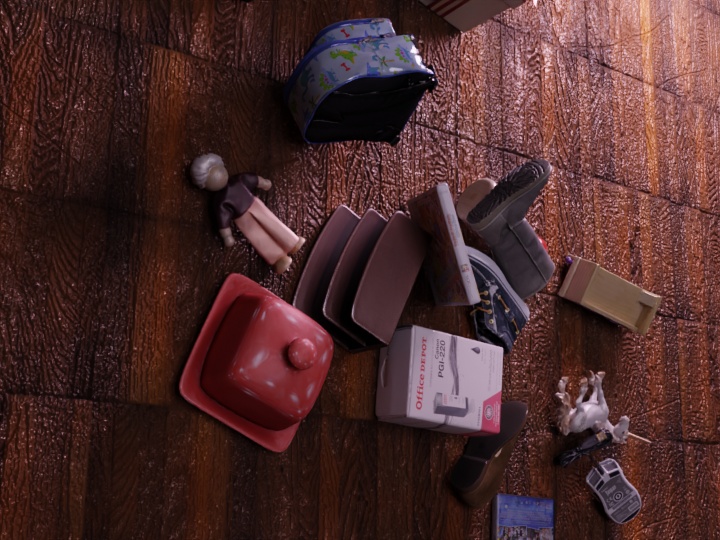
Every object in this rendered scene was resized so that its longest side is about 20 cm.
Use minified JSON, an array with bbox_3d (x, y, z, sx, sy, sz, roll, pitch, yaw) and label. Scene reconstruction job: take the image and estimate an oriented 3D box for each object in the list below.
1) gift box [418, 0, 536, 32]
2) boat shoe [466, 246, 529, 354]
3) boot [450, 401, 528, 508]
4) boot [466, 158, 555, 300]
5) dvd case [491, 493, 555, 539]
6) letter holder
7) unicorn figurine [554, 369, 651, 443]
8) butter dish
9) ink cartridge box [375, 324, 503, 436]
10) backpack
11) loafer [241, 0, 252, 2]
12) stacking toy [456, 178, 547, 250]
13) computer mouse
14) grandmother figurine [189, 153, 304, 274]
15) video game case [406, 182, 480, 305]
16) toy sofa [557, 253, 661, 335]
[{"bbox_3d":[0.203,-0.532,1.671,0.183,0.186,0.202,21,67,-31],"label":"gift box"},{"bbox_3d":[0.209,0.051,1.626,0.200,0.071,0.091,45,56,-22],"label":"boat shoe"},{"bbox_3d":[0.220,0.304,1.596,0.200,0.073,0.076,-50,129,-29],"label":"boot"},{"bbox_3d":[0.284,-0.065,1.625,0.181,0.073,0.200,-39,120,5],"label":"boot"},{"bbox_3d":[0.275,0.482,1.620,0.142,0.017,0.202,14,71,-35],"label":"dvd case"},{"bbox_3d":[0.000,0.000,1.463,0.142,0.100,0.201,37,61,-23],"label":"letter holder"},{"bbox_3d":[0.424,0.256,1.756,0.198,0.074,0.139,-6,93,-23],"label":"unicorn figurine"},{"bbox_3d":[-0.114,0.121,1.320,0.199,0.147,0.202,36,61,-27],"label":"butter dish"},{"bbox_3d":[0.128,0.178,1.532,0.198,0.084,0.147,15,72,-32],"label":"ink cartridge box"},{"bbox_3d":[-0.016,-0.283,1.465,0.198,0.183,0.148,-14,66,-34],"label":"backpack"},{"bbox_3d":[-0.178,-0.505,1.447,0.071,0.073,0.202,-15,90,-36],"label":"loafer"},{"bbox_3d":[0.258,-0.074,1.695,0.200,0.085,0.086,38,60,-33],"label":"stacking toy"},{"bbox_3d":[0.439,0.377,1.742,0.109,0.044,0.201,-35,112,-3],"label":"computer mouse"},{"bbox_3d":[-0.166,-0.092,1.383,0.200,0.060,0.122,45,49,-24],"label":"grandmother figurine"},{"bbox_3d":[0.127,-0.035,1.511,0.023,0.200,0.184,-16,90,-11],"label":"video game case"},{"bbox_3d":[0.465,0.045,1.827,0.199,0.097,0.084,23,92,-32],"label":"toy sofa"}]
